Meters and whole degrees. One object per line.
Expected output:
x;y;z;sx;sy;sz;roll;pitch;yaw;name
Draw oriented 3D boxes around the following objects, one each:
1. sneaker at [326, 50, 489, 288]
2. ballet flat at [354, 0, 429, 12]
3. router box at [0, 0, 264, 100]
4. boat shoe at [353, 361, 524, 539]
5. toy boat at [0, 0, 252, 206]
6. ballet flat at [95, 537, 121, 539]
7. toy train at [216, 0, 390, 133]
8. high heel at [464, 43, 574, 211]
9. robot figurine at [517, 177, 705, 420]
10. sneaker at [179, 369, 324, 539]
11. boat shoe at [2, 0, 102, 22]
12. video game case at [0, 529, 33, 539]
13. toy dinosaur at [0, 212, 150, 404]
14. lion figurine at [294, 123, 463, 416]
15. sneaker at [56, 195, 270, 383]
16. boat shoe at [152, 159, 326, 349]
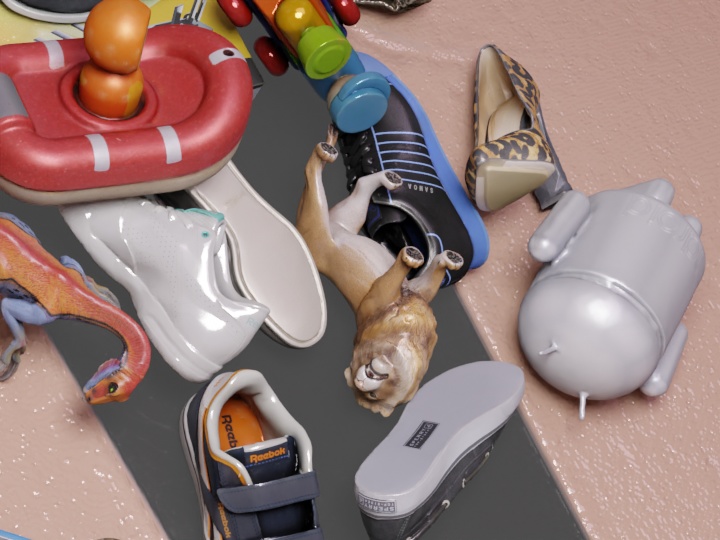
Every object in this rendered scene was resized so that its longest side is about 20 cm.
0.019;-0.075;1.636;0.078;0.070;0.200;-25;77;-41;sneaker
-0.029;-0.239;1.698;0.200;0.067;0.046;11;35;-27;ballet flat
-0.194;-0.170;1.597;0.200;0.052;0.157;-19;73;-32;router box
0.057;0.131;1.550;0.069;0.057;0.200;13;33;30;boat shoe
-0.167;-0.130;1.463;0.200;0.131;0.131;-9;51;-28;toy boat
-0.101;0.243;1.400;0.200;0.046;0.067;45;49;-9;ballet flat
-0.048;-0.187;1.555;0.085;0.200;0.116;-35;56;2;toy train
0.099;-0.120;1.657;0.143;0.071;0.200;65;18;12;high heel
0.191;0.018;1.640;0.170;0.113;0.200;47;52;-19;robot figurine
-0.067;0.162;1.461;0.078;0.079;0.200;-13;71;-31;sneaker
-0.171;-0.233;1.572;0.200;0.060;0.076;-19;72;-33;boat shoe
-0.221;0.242;1.380;0.200;0.018;0.143;20;56;-14;video game case
-0.226;0.015;1.429;0.181;0.200;0.105;20;68;23;toy dinosaur
0.000;0.000;1.580;0.072;0.123;0.200;-1;47;-40;lion figurine
-0.139;-0.023;1.506;0.200;0.088;0.075;52;12;10;sneaker
-0.093;-0.026;1.571;0.067;0.057;0.200;-32;86;-29;boat shoe
